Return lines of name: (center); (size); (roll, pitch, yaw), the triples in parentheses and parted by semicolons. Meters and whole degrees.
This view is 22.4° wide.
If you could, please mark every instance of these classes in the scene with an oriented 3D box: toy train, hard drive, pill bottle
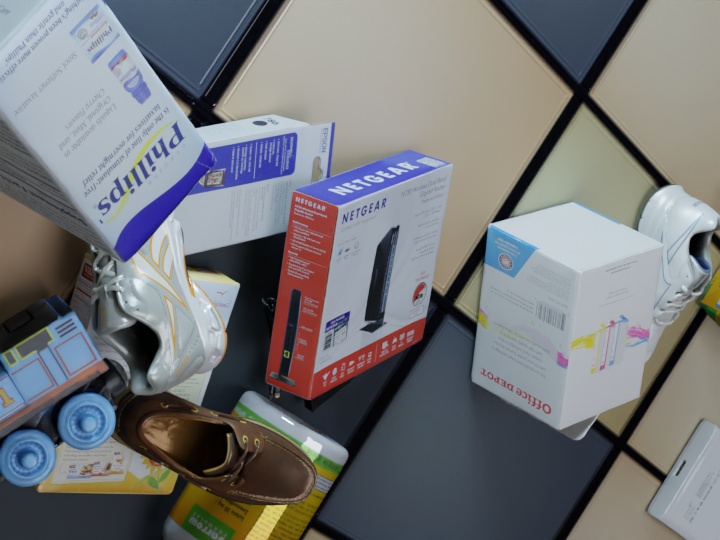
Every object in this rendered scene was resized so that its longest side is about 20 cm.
toy train: (-0.279, 0.110, 1.406); (0.200, 0.087, 0.114); (-32, 109, -12)
hard drive: (0.436, 0.276, 2.240); (0.200, 0.027, 0.132); (36, 84, -47)
pill bottle: (-0.107, 0.218, 1.622); (0.111, 0.111, 0.200); (35, 85, -48)

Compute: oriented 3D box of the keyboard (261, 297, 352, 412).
keyboard: (-0.048, 0.040, 1.645); (0.127, 0.021, 0.200); (-35, 132, -42)

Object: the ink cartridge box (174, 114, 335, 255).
ink cartridge box: (-0.112, -0.071, 1.517); (0.200, 0.039, 0.100); (-13, 120, -38)

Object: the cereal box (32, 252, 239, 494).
cereal box: (-0.192, 0.090, 1.522); (0.144, 0.040, 0.200); (9, 104, -44)

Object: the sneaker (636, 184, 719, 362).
sneaker: (0.325, 0.012, 1.947); (0.074, 0.087, 0.200); (-2, 114, -45)

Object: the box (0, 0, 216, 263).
box: (-0.229, -0.128, 1.266); (0.105, 0.184, 0.200); (-49, 137, -15)

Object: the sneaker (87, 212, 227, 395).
sneaker: (-0.179, 0.003, 1.407); (0.092, 0.076, 0.200); (-36, 101, -48)

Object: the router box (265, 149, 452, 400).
router box: (0.000, 0.000, 1.613); (0.200, 0.049, 0.180); (-25, 129, -55)

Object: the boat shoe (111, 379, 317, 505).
boat shoe: (-0.117, 0.153, 1.509); (0.200, 0.068, 0.072); (26, 90, -29)

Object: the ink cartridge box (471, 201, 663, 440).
ink cartridge box: (0.203, 0.054, 1.821); (0.125, 0.128, 0.200); (-17, 123, -38)

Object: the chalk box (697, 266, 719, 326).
chalk box: (0.505, 0.052, 2.114); (0.124, 0.125, 0.200); (-56, 136, -5)
